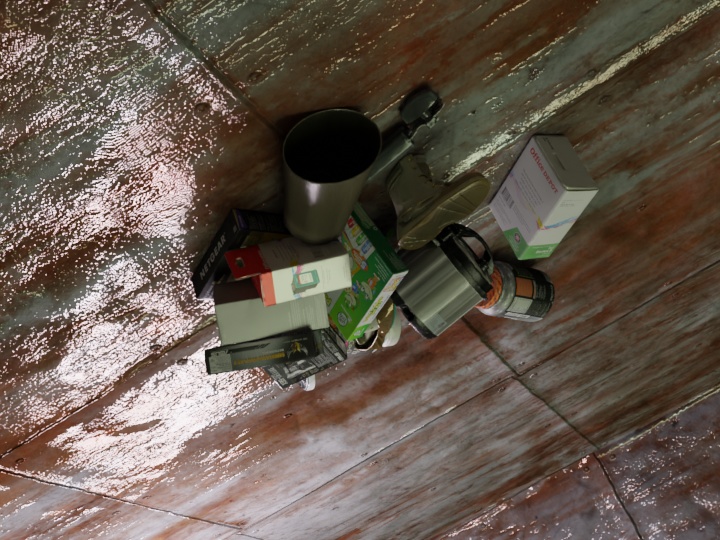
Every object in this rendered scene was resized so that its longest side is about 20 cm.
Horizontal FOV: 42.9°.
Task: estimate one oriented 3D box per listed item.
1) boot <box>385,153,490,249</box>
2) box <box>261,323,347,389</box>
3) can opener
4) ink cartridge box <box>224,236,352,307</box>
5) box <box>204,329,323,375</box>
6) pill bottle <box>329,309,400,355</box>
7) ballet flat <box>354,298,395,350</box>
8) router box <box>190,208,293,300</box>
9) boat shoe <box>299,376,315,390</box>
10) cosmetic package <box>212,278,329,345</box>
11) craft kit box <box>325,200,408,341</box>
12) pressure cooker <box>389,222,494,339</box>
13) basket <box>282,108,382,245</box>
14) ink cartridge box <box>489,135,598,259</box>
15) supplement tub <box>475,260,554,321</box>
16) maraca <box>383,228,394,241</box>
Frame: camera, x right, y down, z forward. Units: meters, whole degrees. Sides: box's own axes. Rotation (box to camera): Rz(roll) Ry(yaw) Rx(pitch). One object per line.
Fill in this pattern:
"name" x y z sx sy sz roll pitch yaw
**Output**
"boot" 0.129 -0.149 1.613 0.072 0.156 0.199 22 133 -40
"box" -0.140 0.133 1.798 0.157 0.050 0.200 -26 129 15
"can opener" 0.065 -0.232 1.566 0.066 0.053 0.200 39 116 -17
"ink cartridge box" -0.126 -0.003 1.588 0.198 0.116 0.068 -13 118 -13
"box" -0.173 0.148 1.678 0.198 0.049 0.158 -9 177 2
"pill bottle" -0.021 0.122 1.947 0.198 0.117 0.117 -4 143 -27
"ballet flat" 0.020 0.107 1.811 0.072 0.068 0.200 -22 158 -19
"router box" -0.201 -0.022 1.686 0.156 0.053 0.200 4 139 -35
"boat shoe" -0.143 0.206 2.035 0.067 0.072 0.201 -18 145 -12
"cosmetic package" -0.162 0.063 1.641 0.198 0.107 0.091 -11 111 -3
"craft kit box" -0.023 -0.009 1.679 0.048 0.201 0.198 -16 150 -39
"pressure cooker" 0.153 0.008 1.710 0.200 0.179 0.176 -40 175 9
"basket" -0.061 -0.145 1.526 0.180 0.136 0.201 -36 162 -29
"ink cartridge box" 0.351 -0.141 1.773 0.087 0.146 0.201 -5 143 -26
"supplement tub" 0.332 0.046 2.054 0.199 0.123 0.123 11 134 -41
"maraca" 0.000 0.000 1.790 0.107 0.137 0.200 37 113 -6
